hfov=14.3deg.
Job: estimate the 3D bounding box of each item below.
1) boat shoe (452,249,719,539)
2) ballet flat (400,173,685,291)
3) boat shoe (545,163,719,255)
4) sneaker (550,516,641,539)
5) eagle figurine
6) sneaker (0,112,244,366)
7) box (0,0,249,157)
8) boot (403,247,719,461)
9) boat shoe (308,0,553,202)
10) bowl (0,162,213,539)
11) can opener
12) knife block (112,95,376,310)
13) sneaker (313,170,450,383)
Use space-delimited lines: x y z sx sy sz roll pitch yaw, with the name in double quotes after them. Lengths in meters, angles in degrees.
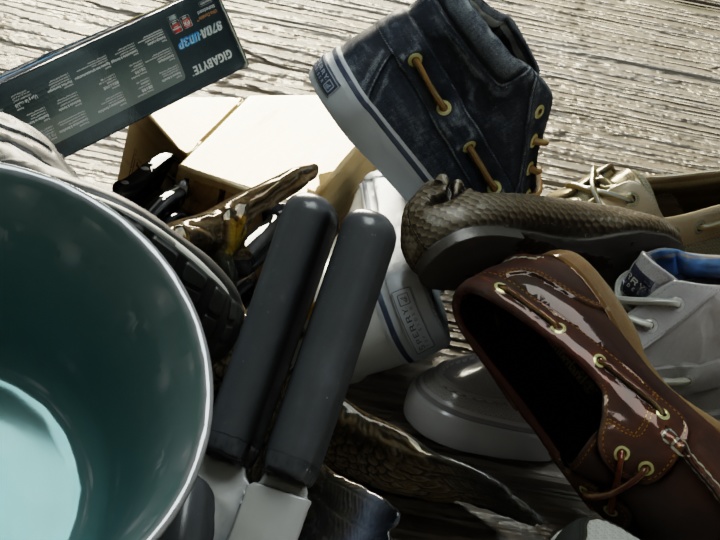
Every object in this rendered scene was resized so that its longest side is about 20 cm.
0.114 0.077 1.279 0.070 0.070 0.200 -14 57 -49 "boat shoe"
0.086 -0.017 1.372 0.200 0.067 0.046 3 50 -49 "ballet flat"
0.132 -0.027 1.533 0.199 0.065 0.072 -1 30 -26 "boat shoe"
0.136 0.147 1.176 0.075 0.088 0.200 0 28 -23 "sneaker"
-0.035 0.061 1.249 0.151 0.151 0.200 -30 80 -5 "eagle figurine"
-0.134 -0.030 1.200 0.200 0.076 0.088 25 32 1 "sneaker"
-0.173 -0.068 1.370 0.159 0.046 0.200 -18 10 39 "box"
0.117 0.032 1.378 0.199 0.096 0.074 -3 31 -31 "boot"
0.067 -0.056 1.404 0.200 0.091 0.071 46 15 -36 "boat shoe"
-0.160 0.068 1.117 0.200 0.105 0.201 4 60 -6 "bowl"
-0.041 0.062 1.151 0.053 0.201 0.067 16 -10 17 "can opener"
-0.044 -0.021 1.439 0.199 0.064 0.176 -2 32 -30 "knife block"
0.000 0.000 1.414 0.071 0.073 0.200 -20 13 5 "sneaker"
